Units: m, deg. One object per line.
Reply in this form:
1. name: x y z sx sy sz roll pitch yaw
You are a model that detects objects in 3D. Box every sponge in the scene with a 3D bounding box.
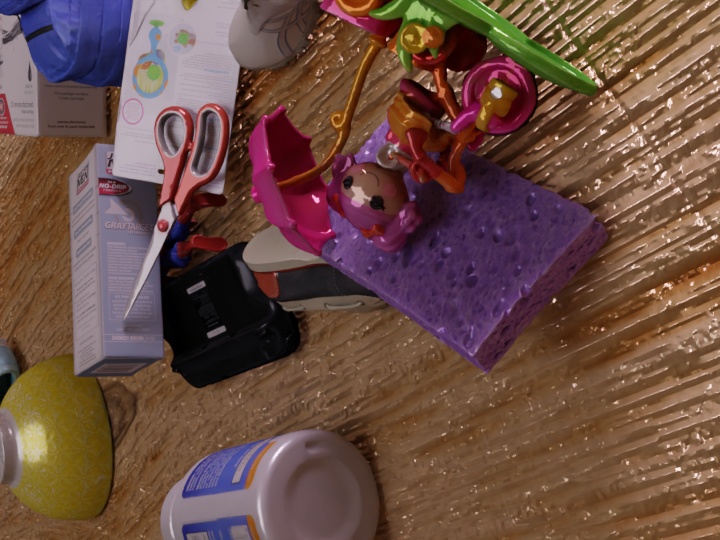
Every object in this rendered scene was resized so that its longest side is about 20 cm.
1. sponge: 0.049 -0.024 0.690 0.112 0.030 0.200 -49 44 -7

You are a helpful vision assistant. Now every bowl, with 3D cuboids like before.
1. bowl: -0.383 0.204 1.275 0.199 0.107 0.202 8 100 52

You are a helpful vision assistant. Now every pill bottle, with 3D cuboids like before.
1. pill bottle: -0.083 0.196 0.875 0.200 0.111 0.113 -23 76 52

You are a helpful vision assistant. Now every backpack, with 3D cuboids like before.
1. backpack: -0.264 -0.275 1.017 0.162 0.167 0.202 8 103 63

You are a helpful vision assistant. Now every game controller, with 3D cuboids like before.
1. game controller: -0.125 0.043 0.963 0.199 0.042 0.105 -23 83 51

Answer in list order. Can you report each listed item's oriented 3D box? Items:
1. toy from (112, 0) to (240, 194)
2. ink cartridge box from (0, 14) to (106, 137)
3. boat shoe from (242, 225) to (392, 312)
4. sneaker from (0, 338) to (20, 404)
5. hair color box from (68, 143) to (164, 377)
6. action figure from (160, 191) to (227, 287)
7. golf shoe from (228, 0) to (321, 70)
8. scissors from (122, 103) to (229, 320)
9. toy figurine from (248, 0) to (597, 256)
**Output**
1. toy: -0.152 -0.177 0.960 0.114 0.047 0.202 11 100 20
2. ink cartridge box: -0.347 -0.251 1.194 0.144 0.083 0.202 11 103 53
3. boat shoe: 0.000 0.000 0.782 0.199 0.071 0.063 -2 130 40
4. sneaker: -0.506 0.196 1.464 0.082 0.073 0.201 43 127 45
5. hair color box: -0.232 -0.007 1.017 0.099 0.060 0.202 -26 66 56
6. action figure: -0.178 -0.019 1.027 0.200 0.051 0.066 -22 71 55
7. golf shoe: -0.069 -0.217 0.821 0.200 0.097 0.079 -32 71 51
8. scissors: -0.161 -0.048 0.933 0.073 0.014 0.202 12 92 17
9. toy figurine: 0.015 -0.087 0.664 0.199 0.150 0.185 36 109 16
